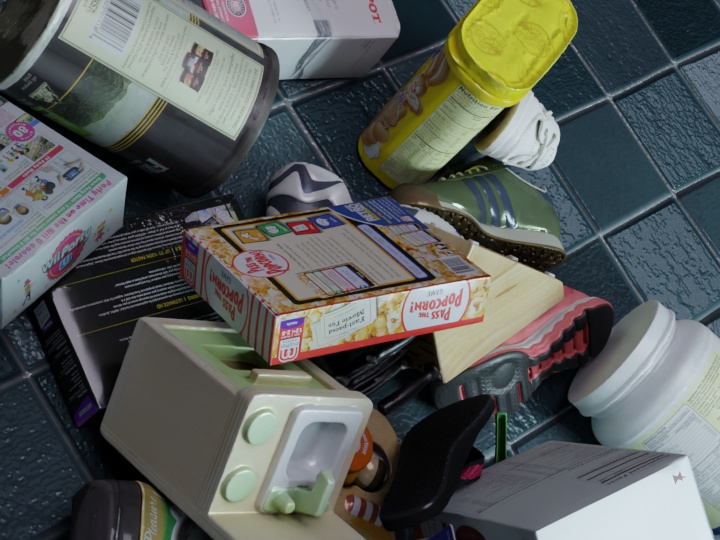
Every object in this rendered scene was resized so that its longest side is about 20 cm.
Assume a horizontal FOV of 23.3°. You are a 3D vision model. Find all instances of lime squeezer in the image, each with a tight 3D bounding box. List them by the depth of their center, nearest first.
[{"bbox_3d":[0.127,0.218,1.493,0.038,0.071,0.200,-4,90,-19],"label":"lime squeezer"}]

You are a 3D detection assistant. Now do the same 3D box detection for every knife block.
[{"bbox_3d":[0.071,0.056,1.523,0.200,0.064,0.176,20,96,-47],"label":"knife block"}]

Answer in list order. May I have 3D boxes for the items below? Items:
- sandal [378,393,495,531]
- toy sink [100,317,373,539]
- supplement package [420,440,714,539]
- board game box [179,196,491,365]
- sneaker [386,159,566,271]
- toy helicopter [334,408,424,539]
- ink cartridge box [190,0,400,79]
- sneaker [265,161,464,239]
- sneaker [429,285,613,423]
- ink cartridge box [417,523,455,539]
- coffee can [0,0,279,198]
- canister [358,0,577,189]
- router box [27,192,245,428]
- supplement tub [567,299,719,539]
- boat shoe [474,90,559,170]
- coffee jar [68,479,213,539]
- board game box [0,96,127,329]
[{"bbox_3d":[0.065,0.162,1.408,0.045,0.075,0.200,61,28,-15],"label":"sandal"},{"bbox_3d":[-0.078,0.123,1.313,0.130,0.112,0.200,6,21,-44],"label":"toy sink"},{"bbox_3d":[0.170,0.251,1.364,0.147,0.200,0.192,-21,97,-24],"label":"supplement package"},{"bbox_3d":[-0.021,0.003,1.391,0.200,0.046,0.151,-10,32,-31],"label":"board game box"},{"bbox_3d":[0.105,-0.064,1.639,0.200,0.067,0.090,16,56,-30],"label":"sneaker"},{"bbox_3d":[0.016,0.209,1.440,0.132,0.079,0.200,-5,78,-43],"label":"toy helicopter"},{"bbox_3d":[-0.081,-0.255,1.619,0.200,0.083,0.147,-5,67,-33],"label":"ink cartridge box"},{"bbox_3d":[0.000,0.000,1.533,0.199,0.079,0.130,27,60,-25],"label":"sneaker"},{"bbox_3d":[0.134,0.071,1.590,0.200,0.074,0.087,-26,40,-26],"label":"sneaker"},{"bbox_3d":[0.019,0.268,1.311,0.037,0.200,0.095,4,61,-30],"label":"ink cartridge box"},{"bbox_3d":[-0.189,-0.169,1.442,0.200,0.146,0.147,29,52,-28],"label":"coffee can"},{"bbox_3d":[0.094,-0.170,1.602,0.087,0.200,0.149,42,50,-4],"label":"canister"},{"bbox_3d":[-0.165,0.029,1.428,0.200,0.051,0.149,-15,75,-36],"label":"router box"},{"bbox_3d":[0.304,0.136,1.594,0.200,0.145,0.145,40,51,-5],"label":"supplement tub"},{"bbox_3d":[0.158,-0.129,1.652,0.069,0.071,0.200,44,16,-1],"label":"boat shoe"},{"bbox_3d":[-0.126,0.222,1.323,0.200,0.085,0.104,16,60,-25],"label":"coffee jar"},{"bbox_3d":[-0.305,-0.066,1.351,0.200,0.064,0.148,33,50,15],"label":"board game box"}]
